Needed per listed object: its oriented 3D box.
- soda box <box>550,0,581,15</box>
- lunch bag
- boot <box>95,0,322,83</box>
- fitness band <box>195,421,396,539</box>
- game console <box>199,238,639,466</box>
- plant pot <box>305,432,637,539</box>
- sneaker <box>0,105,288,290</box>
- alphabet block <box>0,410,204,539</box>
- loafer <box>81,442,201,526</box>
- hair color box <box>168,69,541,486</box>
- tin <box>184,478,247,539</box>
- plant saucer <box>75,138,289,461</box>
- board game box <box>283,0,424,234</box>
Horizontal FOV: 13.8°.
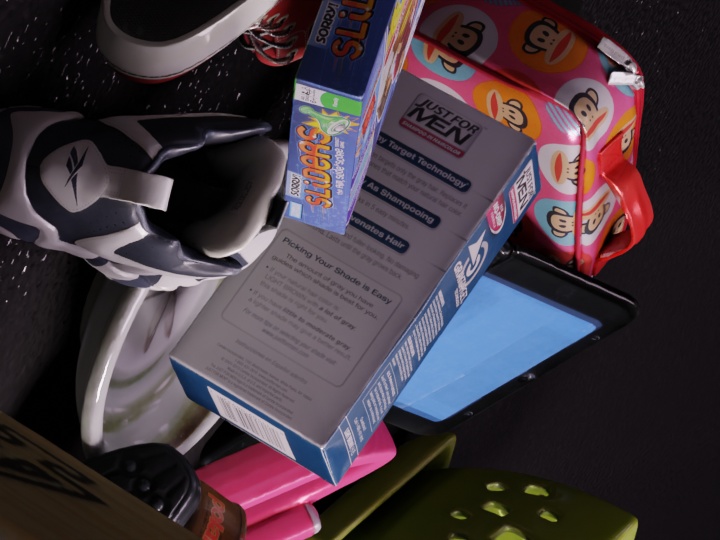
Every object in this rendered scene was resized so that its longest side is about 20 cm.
[{"bbox_3d":[0.086,-0.124,1.788,0.071,0.063,0.200,-49,159,-32],"label":"soda box"},{"bbox_3d":[0.090,-0.071,1.699,0.082,0.176,0.200,-50,159,-28],"label":"lunch bag"},{"bbox_3d":[-0.057,-0.123,1.421,0.200,0.072,0.145,-50,160,-37],"label":"boot"},{"bbox_3d":[-0.072,0.138,1.688,0.199,0.038,0.144,-24,165,-13],"label":"fitness band"},{"bbox_3d":[0.034,0.066,1.713,0.200,0.116,0.176,-35,-169,41],"label":"game console"},{"bbox_3d":[0.052,0.242,2.046,0.199,0.181,0.201,-37,151,-48],"label":"plant pot"},{"bbox_3d":[-0.069,-0.028,1.362,0.199,0.129,0.080,24,79,-54],"label":"sneaker"},{"bbox_3d":[-0.192,0.168,1.297,0.196,0.200,0.196,-62,161,3],"label":"alphabet block"},{"bbox_3d":[-0.162,0.159,1.507,0.200,0.068,0.070,-39,162,3],"label":"loafer"},{"bbox_3d":[0.000,0.000,1.538,0.200,0.100,0.061,-55,161,-16],"label":"hair color box"},{"bbox_3d":[-0.135,0.183,1.564,0.200,0.042,0.112,-40,-154,33],"label":"tin"},{"bbox_3d":[-0.096,0.014,1.545,0.200,0.050,0.200,-51,159,-28],"label":"plant saucer"},{"bbox_3d":[0.010,-0.136,1.432,0.136,0.034,0.201,98,9,-63],"label":"board game box"}]
